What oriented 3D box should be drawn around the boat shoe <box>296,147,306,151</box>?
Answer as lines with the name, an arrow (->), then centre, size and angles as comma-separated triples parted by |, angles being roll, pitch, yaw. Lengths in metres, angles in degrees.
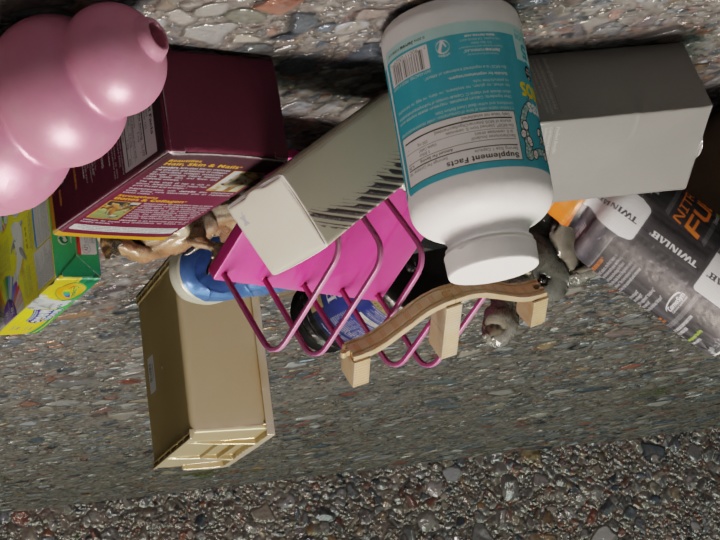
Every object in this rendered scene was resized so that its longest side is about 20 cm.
boat shoe -> 0.006, -0.074, 1.598 | 0.074, 0.076, 0.200 | -33, 151, 19

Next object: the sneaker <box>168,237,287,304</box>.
sneaker -> -0.092, -0.011, 1.747 | 0.111, 0.078, 0.199 | -15, 170, 43

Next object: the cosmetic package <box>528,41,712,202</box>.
cosmetic package -> 0.182, -0.121, 1.446 | 0.198, 0.091, 0.107 | -7, 141, -15

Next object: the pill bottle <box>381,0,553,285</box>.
pill bottle -> 0.083, -0.095, 1.299 | 0.110, 0.202, 0.111 | -9, 166, -2

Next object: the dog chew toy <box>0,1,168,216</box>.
dog chew toy -> -0.218, -0.120, 1.194 | 0.199, 0.126, 0.124 | -26, 160, 23

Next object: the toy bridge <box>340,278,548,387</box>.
toy bridge -> 0.072, 0.043, 1.484 | 0.198, 0.027, 0.068 | -17, 137, -21

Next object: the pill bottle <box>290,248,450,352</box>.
pill bottle -> 0.006, 0.023, 1.877 | 0.111, 0.113, 0.200 | 0, 162, -32

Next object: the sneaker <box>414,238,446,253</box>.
sneaker -> 0.107, -0.050, 1.767 | 0.199, 0.074, 0.111 | 15, 157, -40

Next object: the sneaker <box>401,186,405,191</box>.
sneaker -> 0.106, -0.118, 1.531 | 0.198, 0.078, 0.085 | -5, 145, -20

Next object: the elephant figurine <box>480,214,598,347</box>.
elephant figurine -> 0.163, -0.019, 1.639 | 0.153, 0.202, 0.142 | -7, 165, -9

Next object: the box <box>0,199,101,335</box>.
box -> -0.287, -0.017, 1.526 | 0.048, 0.119, 0.200 | 0, 163, -31

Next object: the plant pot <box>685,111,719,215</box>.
plant pot -> 0.375, -0.081, 1.621 | 0.199, 0.202, 0.175 | 3, 145, -40

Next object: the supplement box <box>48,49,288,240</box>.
supplement box -> -0.159, -0.096, 1.371 | 0.110, 0.087, 0.199 | 1, 162, -37

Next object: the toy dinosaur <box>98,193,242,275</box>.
toy dinosaur -> -0.177, -0.038, 1.599 | 0.198, 0.087, 0.136 | -3, 172, -2

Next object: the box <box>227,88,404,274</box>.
box -> -0.008, -0.081, 1.377 | 0.200, 0.069, 0.082 | -40, -171, -40

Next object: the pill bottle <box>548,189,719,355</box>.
pill bottle -> 0.262, -0.023, 1.525 | 0.199, 0.107, 0.106 | 36, 162, 2

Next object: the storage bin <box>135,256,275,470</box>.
storage bin -> -0.176, 0.104, 1.891 | 0.093, 0.202, 0.198 | -2, 164, -21

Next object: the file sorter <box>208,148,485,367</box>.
file sorter -> 0.000, 0.000, 1.512 | 0.199, 0.126, 0.139 | 8, 126, -41
